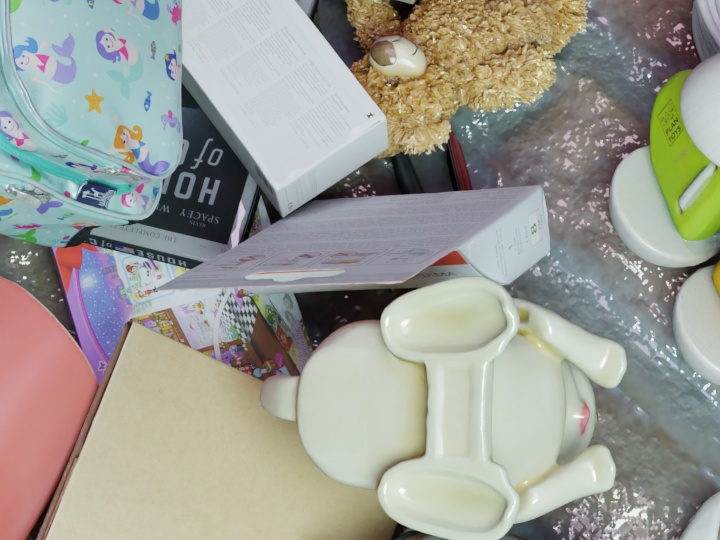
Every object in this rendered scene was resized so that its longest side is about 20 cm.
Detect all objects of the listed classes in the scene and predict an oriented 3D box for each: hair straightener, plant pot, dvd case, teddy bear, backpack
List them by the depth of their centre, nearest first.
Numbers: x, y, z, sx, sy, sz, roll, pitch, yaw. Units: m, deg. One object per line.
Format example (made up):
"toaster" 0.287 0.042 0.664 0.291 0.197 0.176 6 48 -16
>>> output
"backpack" -0.201 -0.115 1.386 0.199 0.150 0.178 14 66 -37
"plant pot" -0.256 0.099 1.397 0.200 0.201 0.177 36 60 12
"dvd case" -0.123 -0.104 1.518 0.150 0.025 0.201 13 69 6
"hair straightener" 0.048 0.013 1.521 0.077 0.041 0.201 -13 74 -4
"teddy bear" 0.060 -0.149 1.550 0.199 0.067 0.145 -22 62 -27

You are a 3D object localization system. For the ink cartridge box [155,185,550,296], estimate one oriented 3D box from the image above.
"ink cartridge box" 0.000 0.000 1.402 0.162 0.200 0.057 -3 109 27

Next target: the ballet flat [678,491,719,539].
"ballet flat" 0.190 0.226 1.426 0.069 0.069 0.201 4 69 -1

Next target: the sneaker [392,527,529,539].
"sneaker" 0.068 0.167 1.378 0.199 0.077 0.082 -6 48 -8

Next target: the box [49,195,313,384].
"box" -0.106 0.036 1.499 0.136 0.039 0.201 -15 69 -9

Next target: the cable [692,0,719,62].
"cable" 0.315 -0.174 1.588 0.199 0.069 0.200 30 70 11

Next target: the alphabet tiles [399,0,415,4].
"alphabet tiles" 0.029 -0.250 1.599 0.166 0.006 0.200 17 51 18

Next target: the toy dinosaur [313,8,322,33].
"toy dinosaur" -0.057 -0.150 1.577 0.088 0.048 0.201 2 65 -6

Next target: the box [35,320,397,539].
"box" -0.077 0.143 1.414 0.199 0.021 0.164 26 75 -18

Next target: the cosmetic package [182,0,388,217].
"cosmetic package" -0.072 -0.136 1.489 0.082 0.051 0.200 -34 71 -8

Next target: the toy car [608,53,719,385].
"toy car" 0.258 -0.039 1.480 0.149 0.175 0.201 -17 68 -26

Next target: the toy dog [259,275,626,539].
"toy dog" 0.060 0.086 1.383 0.193 0.200 0.140 -11 82 28
